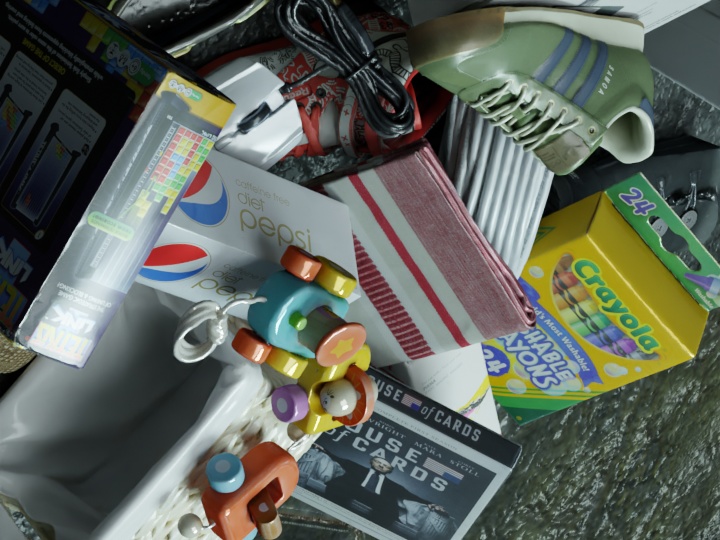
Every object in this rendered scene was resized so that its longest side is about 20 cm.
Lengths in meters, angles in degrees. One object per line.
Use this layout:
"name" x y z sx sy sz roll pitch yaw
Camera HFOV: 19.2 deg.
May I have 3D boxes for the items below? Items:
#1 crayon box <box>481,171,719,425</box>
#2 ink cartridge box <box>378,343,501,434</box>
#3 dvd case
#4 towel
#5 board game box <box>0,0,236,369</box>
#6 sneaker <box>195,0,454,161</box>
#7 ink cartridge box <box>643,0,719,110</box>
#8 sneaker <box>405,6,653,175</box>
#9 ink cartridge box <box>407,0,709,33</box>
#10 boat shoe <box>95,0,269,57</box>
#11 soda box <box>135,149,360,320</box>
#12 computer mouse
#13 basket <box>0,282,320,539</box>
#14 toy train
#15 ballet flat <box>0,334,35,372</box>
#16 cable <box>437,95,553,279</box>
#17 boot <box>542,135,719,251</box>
"crayon box" 0.151 0.024 1.495 0.126 0.199 0.052 46 43 -19
"ink cartridge box" 0.030 0.064 1.500 0.067 0.116 0.201 -37 136 -23
"dvd case" 0.016 0.132 1.460 0.025 0.149 0.200 -63 179 -29
"towel" 0.000 0.000 1.367 0.145 0.199 0.023 56 41 -21
"board game box" -0.176 -0.067 1.169 0.057 0.200 0.166 23 101 -45
"sneaker" -0.034 -0.098 1.344 0.201 0.108 0.068 -31 134 -23
"ink cartridge box" 0.310 -0.154 1.586 0.199 0.146 0.086 11 111 -45
"sneaker" 0.111 -0.102 1.257 0.199 0.067 0.091 -3 79 -47
"ink cartridge box" 0.110 -0.221 1.294 0.199 0.084 0.147 -5 77 -43
"boat shoe" -0.073 -0.183 1.257 0.200 0.061 0.072 -34 121 -4
"soda box" -0.092 -0.026 1.257 0.063 0.069 0.199 -31 144 35
"computer mouse" -0.074 -0.086 1.291 0.199 0.044 0.110 -30 113 15
"basket" -0.137 0.109 1.358 0.200 0.136 0.123 -48 146 7
"toy train" -0.045 0.082 1.256 0.150 0.056 0.201 -37 144 -26
"ballet flat" -0.188 -0.016 1.292 0.070 0.065 0.201 -5 120 -41
"cable" 0.090 -0.085 1.412 0.069 0.200 0.202 10 97 -2
"boot" 0.187 -0.017 1.638 0.199 0.066 0.166 -15 133 -44
